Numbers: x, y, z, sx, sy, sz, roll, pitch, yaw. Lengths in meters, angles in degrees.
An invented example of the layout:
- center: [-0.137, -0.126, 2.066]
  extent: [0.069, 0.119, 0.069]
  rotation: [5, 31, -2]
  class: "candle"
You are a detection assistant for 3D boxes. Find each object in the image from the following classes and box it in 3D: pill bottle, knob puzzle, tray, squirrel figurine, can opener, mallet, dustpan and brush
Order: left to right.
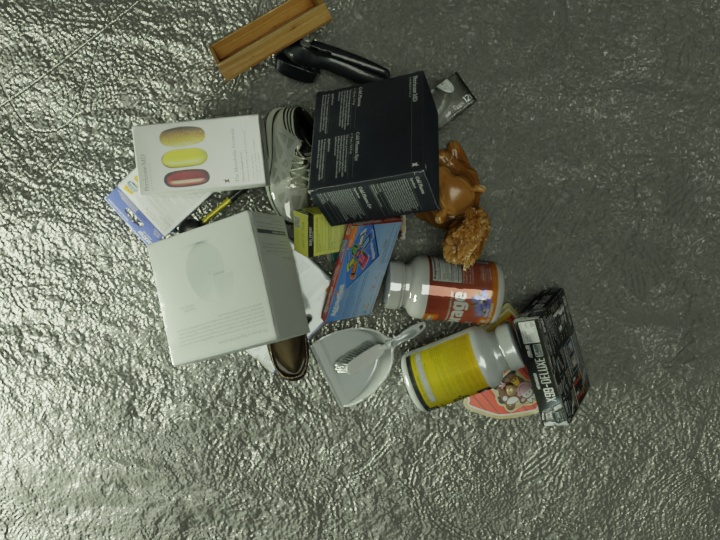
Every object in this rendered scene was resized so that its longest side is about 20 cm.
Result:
- center: [-0.233, -0.116, 1.332]
  extent: [0.200, 0.066, 0.041]
  rotation: [-41, 93, -14]
  class: "mallet"
- center: [-0.150, -0.390, 1.264]
  extent: [0.199, 0.099, 0.037]
  rotation: [-31, 128, 0]
  class: "tray"
- center: [-0.044, -0.356, 1.308]
  extent: [0.198, 0.079, 0.064]
  rotation: [11, 58, -10]
  class: "can opener"
- center: [0.028, 0.143, 1.372]
  extent: [0.199, 0.057, 0.140]
  rotation: [-31, 105, -20]
  class: "dustpan and brush"
- center: [0.143, 0.033, 1.344]
  extent: [0.198, 0.112, 0.113]
  rotation: [5, 97, -5]
  class: "pill bottle"
- center: [0.164, -0.109, 1.287]
  extent: [0.141, 0.187, 0.201]
  rotation: [-31, 99, 0]
  class: "squirrel figurine"
- center: [0.180, 0.165, 1.341]
  extent: [0.199, 0.112, 0.113]
  rotation: [-23, 100, 15]
  class: "pill bottle"
- center: [0.271, 0.192, 1.419]
  extent: [0.218, 0.030, 0.222]
  rotation: [-1, 98, -5]
  class: "knob puzzle"

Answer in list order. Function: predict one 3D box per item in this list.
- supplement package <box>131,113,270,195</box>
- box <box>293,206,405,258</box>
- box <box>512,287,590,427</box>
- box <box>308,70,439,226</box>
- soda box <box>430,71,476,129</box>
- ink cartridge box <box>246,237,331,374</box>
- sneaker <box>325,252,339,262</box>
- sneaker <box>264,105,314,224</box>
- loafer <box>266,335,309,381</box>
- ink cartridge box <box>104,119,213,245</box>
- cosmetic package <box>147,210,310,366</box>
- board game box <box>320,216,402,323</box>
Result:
- center: [-0.253, -0.183, 1.238]
  extent: [0.198, 0.110, 0.115]
  rotation: [-7, 95, -2]
  class: "supplement package"
- center: [-0.015, -0.077, 1.288]
  extent: [0.199, 0.050, 0.076]
  rotation: [-13, 114, -31]
  class: "box"
- center: [0.343, 0.150, 1.358]
  extent: [0.049, 0.158, 0.201]
  rotation: [-12, 102, 33]
  class: "box"
- center: [0.025, -0.189, 1.198]
  extent: [0.181, 0.104, 0.201]
  rotation: [-8, 59, 18]
  class: "box"
- center: [0.099, -0.253, 1.320]
  extent: [0.200, 0.071, 0.063]
  rotation: [-38, 95, 1]
  class: "soda box"
- center: [-0.158, 0.046, 1.354]
  extent: [0.200, 0.041, 0.200]
  rotation: [-44, 100, 3]
  class: "ink cartridge box"
- center: [-0.035, -0.114, 1.328]
  extent: [0.079, 0.071, 0.202]
  rotation: [-4, 102, -8]
  class: "sneaker"
- center: [-0.110, -0.176, 1.282]
  extent: [0.075, 0.115, 0.202]
  rotation: [-9, 99, -27]
  class: "sneaker"
- center: [-0.131, 0.098, 1.308]
  extent: [0.072, 0.071, 0.202]
  rotation: [-10, 100, -4]
  class: "loafer"
- center: [-0.324, -0.147, 1.313]
  extent: [0.200, 0.042, 0.119]
  rotation: [-43, 98, -1]
  class: "ink cartridge box"
- center: [-0.210, 0.031, 1.232]
  extent: [0.198, 0.123, 0.202]
  rotation: [-15, 83, 21]
  class: "cosmetic package"
- center: [0.000, 0.000, 1.303]
  extent: [0.102, 0.019, 0.201]
  rotation: [-9, 131, -35]
  class: "board game box"
